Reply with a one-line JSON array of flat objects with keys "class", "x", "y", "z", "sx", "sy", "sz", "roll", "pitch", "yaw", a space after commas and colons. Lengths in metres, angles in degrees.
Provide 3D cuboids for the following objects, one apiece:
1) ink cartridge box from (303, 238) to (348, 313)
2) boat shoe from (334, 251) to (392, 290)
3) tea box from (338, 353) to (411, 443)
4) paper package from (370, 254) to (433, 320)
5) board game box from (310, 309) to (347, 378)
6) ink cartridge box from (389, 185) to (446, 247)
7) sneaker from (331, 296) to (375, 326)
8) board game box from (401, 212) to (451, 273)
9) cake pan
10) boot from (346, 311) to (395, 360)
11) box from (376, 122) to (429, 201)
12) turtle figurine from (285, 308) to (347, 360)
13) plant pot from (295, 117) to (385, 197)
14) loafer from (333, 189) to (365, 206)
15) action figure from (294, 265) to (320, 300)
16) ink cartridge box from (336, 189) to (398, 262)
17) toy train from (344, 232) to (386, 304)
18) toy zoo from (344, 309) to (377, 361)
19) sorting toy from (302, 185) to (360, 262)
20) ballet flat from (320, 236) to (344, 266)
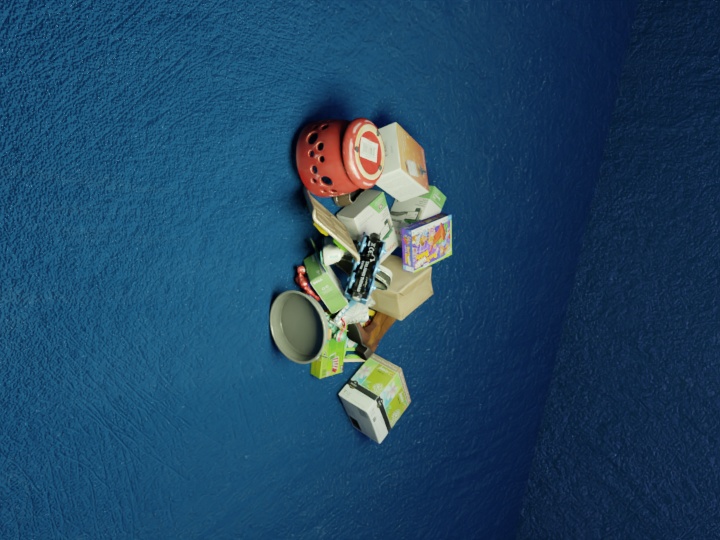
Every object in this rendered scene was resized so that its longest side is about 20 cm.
[{"class": "ink cartridge box", "x": -0.110, "y": 0.017, "z": 1.543, "sx": 0.059, "sy": 0.105, "sz": 0.201, "roll": -28, "pitch": 132, "yaw": 4}, {"class": "boat shoe", "x": 0.000, "y": 0.000, "z": 1.612, "sx": 0.064, "sy": 0.196, "sz": 0.071, "roll": -68, "pitch": 179, "yaw": -47}, {"class": "tea box", "x": 0.054, "y": 0.434, "z": 1.844, "sx": 0.197, "sy": 0.132, "sz": 0.202, "roll": -47, "pitch": 139, "yaw": -28}, {"class": "paper package", "x": 0.105, "y": 0.045, "z": 1.732, "sx": 0.190, "sy": 0.198, "sz": 0.105, "roll": -34, "pitch": 128, "yaw": -36}, {"class": "board game box", "x": -0.096, "y": 0.223, "z": 1.680, "sx": 0.100, "sy": 0.047, "sz": 0.205, "roll": -6, "pitch": 107, "yaw": -47}, {"class": "ink cartridge box", "x": 0.172, "y": -0.176, "z": 1.773, "sx": 0.084, "sy": 0.144, "sz": 0.203, "roll": 31, "pitch": 79, "yaw": -47}, {"class": "sneaker", "x": -0.021, "y": 0.133, "z": 1.622, "sx": 0.087, "sy": 0.075, "sz": 0.200, "roll": 47, "pitch": 57, "yaw": -4}, {"class": "board game box", "x": 0.211, "y": -0.090, "z": 1.702, "sx": 0.198, "sy": 0.044, "sz": 0.137, "roll": -24, "pitch": 118, "yaw": -39}, {"class": "cake pan", "x": -0.164, "y": 0.150, "z": 1.469, "sx": 0.036, "sy": 0.197, "sz": 0.205, "roll": -18, "pitch": 116, "yaw": -54}, {"class": "boot", "x": 0.047, "y": 0.169, "z": 1.776, "sx": 0.201, "sy": 0.068, "sz": 0.190, "roll": -50, "pitch": 134, "yaw": -26}, {"class": "box", "x": 0.114, "y": -0.322, "z": 1.631, "sx": 0.199, "sy": 0.105, "sz": 0.156, "roll": 21, "pitch": 59, "yaw": -56}, {"class": "turtle figurine", "x": -0.114, "y": 0.171, "z": 1.517, "sx": 0.100, "sy": 0.197, "sz": 0.153, "roll": -24, "pitch": 126, "yaw": -59}, {"class": "plant pot", "x": -0.045, "y": -0.300, "z": 1.434, "sx": 0.199, "sy": 0.180, "sz": 0.205, "roll": -8, "pitch": 100, "yaw": -54}, {"class": "loafer", "x": 0.001, "y": -0.263, "z": 1.607, "sx": 0.202, "sy": 0.070, "sz": 0.073, "roll": -57, "pitch": 137, "yaw": -20}, {"class": "action figure", "x": -0.147, "y": 0.074, "z": 1.560, "sx": 0.051, "sy": 0.065, "sz": 0.203, "roll": -29, "pitch": 123, "yaw": -18}, {"class": "ink cartridge box", "x": 0.026, "y": -0.123, "z": 1.662, "sx": 0.146, "sy": 0.083, "sz": 0.202, "roll": -44, "pitch": 131, "yaw": -29}, {"class": "toy train", "x": 0.013, "y": -0.006, "z": 1.525, "sx": 0.114, "sy": 0.085, "sz": 0.204, "roll": 115, "pitch": -8, "yaw": -74}, {"class": "toy zoo", "x": -0.004, "y": 0.203, "z": 1.797, "sx": 0.130, "sy": 0.020, "sz": 0.204, "roll": 10, "pitch": 96, "yaw": -49}, {"class": "sorting toy", "x": -0.085, "y": -0.123, "z": 1.466, "sx": 0.036, "sy": 0.186, "sz": 0.200, "roll": -39, "pitch": 122, "yaw": 10}, {"class": "ballet flat", "x": -0.077, "y": -0.053, "z": 1.508, "sx": 0.068, "sy": 0.200, "sz": 0.071, "roll": 0, "pitch": 102, "yaw": -2}]
